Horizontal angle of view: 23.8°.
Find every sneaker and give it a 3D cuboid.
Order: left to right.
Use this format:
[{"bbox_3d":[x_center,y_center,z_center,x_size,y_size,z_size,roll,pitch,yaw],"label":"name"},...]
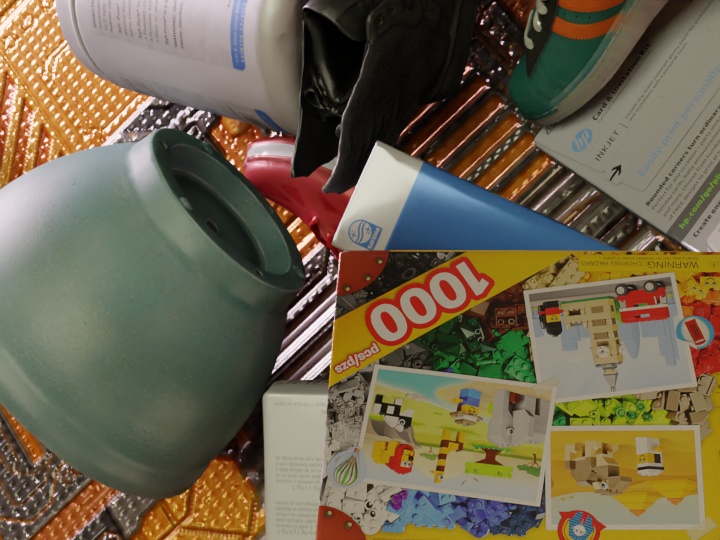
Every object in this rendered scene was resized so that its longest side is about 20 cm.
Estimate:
[{"bbox_3d":[0.000,0.000,0.975,0.199,0.078,0.116,20,84,31],"label":"sneaker"},{"bbox_3d":[0.015,-0.145,0.900,0.060,0.104,0.201,25,119,37],"label":"sneaker"},{"bbox_3d":[0.121,-0.162,0.889,0.200,0.080,0.072,-53,14,40],"label":"sneaker"}]

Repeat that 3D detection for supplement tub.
[{"bbox_3d":[-0.071,-0.155,1.002,0.199,0.132,0.133,20,85,41],"label":"supplement tub"}]

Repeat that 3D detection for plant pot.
[{"bbox_3d":[-0.116,0.007,0.953,0.134,0.200,0.201,-41,62,17],"label":"plant pot"}]

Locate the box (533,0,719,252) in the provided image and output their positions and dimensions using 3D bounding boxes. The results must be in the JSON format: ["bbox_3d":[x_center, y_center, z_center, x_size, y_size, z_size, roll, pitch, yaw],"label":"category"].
[{"bbox_3d":[0.192,-0.087,0.874,0.156,0.041,0.200,-54,34,4],"label":"box"}]

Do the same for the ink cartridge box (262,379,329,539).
[{"bbox_3d":[0.028,0.161,0.928,0.162,0.057,0.201,0,96,14],"label":"ink cartridge box"}]

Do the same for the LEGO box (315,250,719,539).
[{"bbox_3d":[0.087,0.073,0.751,0.199,0.077,0.150,0,60,7],"label":"LEGO box"}]

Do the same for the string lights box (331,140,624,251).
[{"bbox_3d":[0.091,0.004,0.870,0.199,0.103,0.059,24,92,5],"label":"string lights box"}]
